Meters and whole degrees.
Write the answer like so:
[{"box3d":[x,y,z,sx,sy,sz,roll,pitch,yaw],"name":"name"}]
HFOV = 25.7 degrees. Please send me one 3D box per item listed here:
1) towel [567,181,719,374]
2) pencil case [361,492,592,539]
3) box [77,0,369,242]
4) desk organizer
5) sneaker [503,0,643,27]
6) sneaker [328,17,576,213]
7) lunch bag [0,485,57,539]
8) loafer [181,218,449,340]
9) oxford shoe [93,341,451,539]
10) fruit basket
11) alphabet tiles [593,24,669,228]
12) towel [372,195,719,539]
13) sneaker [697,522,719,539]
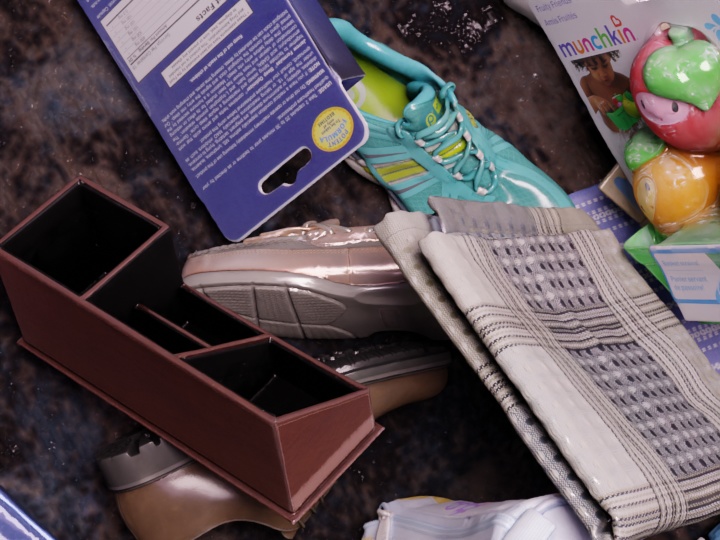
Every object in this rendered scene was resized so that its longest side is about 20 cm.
[{"box3d":[0.216,0.026,0.939,0.145,0.024,0.200,-20,79,-12],"name":"towel"},{"box3d":[0.066,0.153,0.790,0.083,0.200,0.091,-31,94,-21],"name":"pencil case"},{"box3d":[-0.079,-0.128,0.876,0.032,0.121,0.200,-21,77,-57],"name":"box"},{"box3d":[-0.090,0.035,0.799,0.200,0.077,0.072,28,56,28],"name":"desk organizer"},{"box3d":[0.163,-0.118,0.927,0.200,0.078,0.099,28,77,6],"name":"sneaker"},{"box3d":[0.038,-0.070,0.897,0.200,0.080,0.078,35,74,-2],"name":"sneaker"},{"box3d":[-0.213,0.152,0.739,0.136,0.200,0.132,44,76,-3],"name":"lunch bag"},{"box3d":[0.000,0.000,0.876,0.200,0.072,0.063,3,62,4],"name":"loafer"},{"box3d":[-0.036,0.096,0.858,0.200,0.073,0.084,-23,96,-10],"name":"oxford shoe"},{"box3d":[0.175,-0.062,0.800,0.094,0.185,0.200,-42,107,-20],"name":"fruit basket"},{"box3d":[0.236,-0.071,0.905,0.200,0.006,0.166,39,92,-14],"name":"alphabet tiles"},{"box3d":[0.118,0.037,0.779,0.192,0.035,0.200,-3,50,-50],"name":"towel"},{"box3d":[0.233,0.157,0.864,0.075,0.087,0.200,28,86,-12],"name":"sneaker"}]
